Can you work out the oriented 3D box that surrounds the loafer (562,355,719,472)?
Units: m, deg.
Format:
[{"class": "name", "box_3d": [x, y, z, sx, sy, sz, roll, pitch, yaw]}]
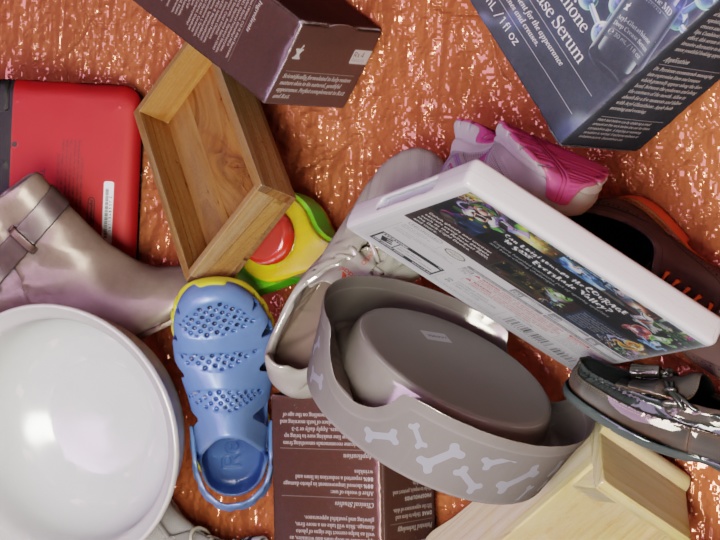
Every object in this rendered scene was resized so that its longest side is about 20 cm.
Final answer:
[{"class": "loafer", "box_3d": [0.230, 0.094, 1.616, 0.199, 0.072, 0.063, 26, 110, 18]}]

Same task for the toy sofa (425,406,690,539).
[{"class": "toy sofa", "box_3d": [0.129, 0.186, 1.693, 0.200, 0.083, 0.098, -44, 23, 28]}]

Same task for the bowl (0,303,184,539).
[{"class": "bowl", "box_3d": [-0.208, 0.117, 1.856, 0.200, 0.090, 0.202, 3, 99, 22]}]

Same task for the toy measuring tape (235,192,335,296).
[{"class": "toy measuring tape", "box_3d": [-0.024, -0.036, 1.815, 0.199, 0.073, 0.074, -19, 79, 24]}]

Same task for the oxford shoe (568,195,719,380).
[{"class": "oxford shoe", "box_3d": [0.214, 0.023, 1.632, 0.200, 0.072, 0.071, 39, 112, 29]}]

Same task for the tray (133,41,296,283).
[{"class": "tray", "box_3d": [-0.110, -0.086, 1.840, 0.099, 0.037, 0.201, -50, 39, 25]}]

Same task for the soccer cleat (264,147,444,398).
[{"class": "soccer cleat", "box_3d": [0.000, 0.000, 1.726, 0.069, 0.078, 0.201, 30, 84, 18]}]

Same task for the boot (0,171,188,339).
[{"class": "boot", "box_3d": [-0.217, -0.009, 1.900, 0.199, 0.070, 0.147, -25, 103, 16]}]

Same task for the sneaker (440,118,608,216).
[{"class": "sneaker", "box_3d": [0.101, -0.046, 1.657, 0.200, 0.081, 0.089, -163, 95, -77]}]

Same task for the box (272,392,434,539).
[{"class": "box", "box_3d": [-0.003, 0.188, 1.786, 0.100, 0.075, 0.201, -1, 89, 35]}]

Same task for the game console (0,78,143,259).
[{"class": "game console", "box_3d": [-0.254, -0.052, 2.006, 0.171, 0.119, 0.201, 3, 93, 5]}]

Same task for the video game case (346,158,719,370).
[{"class": "video game case", "box_3d": [0.110, 0.001, 1.609, 0.023, 0.199, 0.182, -63, 18, -18]}]

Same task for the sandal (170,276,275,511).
[{"class": "sandal", "box_3d": [-0.094, 0.096, 1.806, 0.079, 0.087, 0.201, -8, 123, 1]}]

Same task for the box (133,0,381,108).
[{"class": "box", "box_3d": [-0.092, -0.201, 1.836, 0.200, 0.100, 0.075, 38, 112, 30]}]

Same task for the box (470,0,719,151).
[{"class": "box", "box_3d": [0.187, -0.197, 1.628, 0.200, 0.107, 0.149, -43, 67, 28]}]

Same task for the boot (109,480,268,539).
[{"class": "boot", "box_3d": [-0.108, 0.221, 1.882, 0.095, 0.073, 0.201, -36, 75, 20]}]

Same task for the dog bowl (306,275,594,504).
[{"class": "dog bowl", "box_3d": [0.054, 0.081, 1.639, 0.200, 0.200, 0.059, 38, 113, 29]}]
